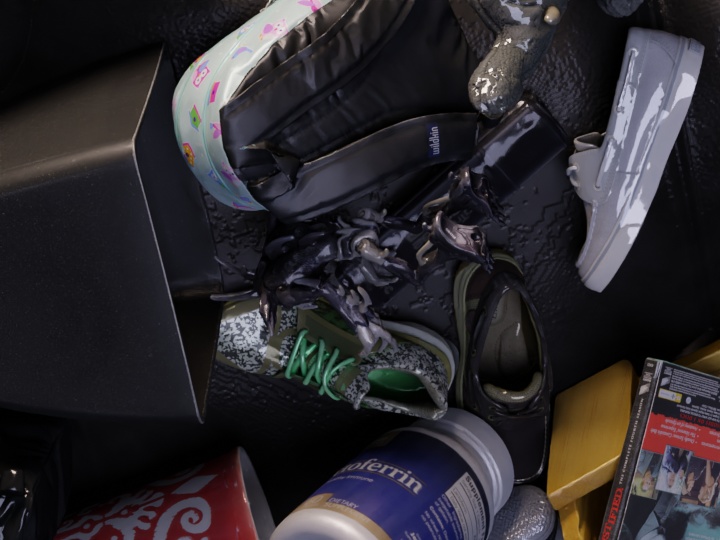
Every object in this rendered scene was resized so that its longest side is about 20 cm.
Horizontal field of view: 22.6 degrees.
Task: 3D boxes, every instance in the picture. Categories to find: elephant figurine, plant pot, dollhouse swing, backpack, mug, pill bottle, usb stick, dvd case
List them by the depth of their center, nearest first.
[{"bbox_3d":[0.113,-0.214,1.174,0.200,0.155,0.142,-23,141,-39],"label":"elephant figurine"},{"bbox_3d":[-0.202,-0.017,1.208,0.177,0.200,0.200,-8,116,5],"label":"plant pot"},{"bbox_3d":[-0.025,-0.117,1.209,0.200,0.126,0.167,-38,110,-20],"label":"backpack"},{"bbox_3d":[-0.314,0.159,1.266,0.199,0.167,0.127,2,102,1],"label":"backpack"},{"bbox_3d":[0.028,0.185,1.322,0.115,0.200,0.116,14,119,27],"label":"pill bottle"},{"bbox_3d":[0.067,-0.050,1.325,0.200,0.033,0.055,-42,121,8],"label":"usb stick"},{"bbox_3d":[0.243,0.176,1.347,0.146,0.022,0.201,16,87,-36],"label":"dvd case"},{"bbox_3d":[-0.158,0.246,1.353,0.199,0.133,0.178,-17,100,1],"label":"mug"},{"bbox_3d":[0.267,0.177,1.397,0.175,0.182,0.200,-18,117,20],"label":"dollhouse swing"}]

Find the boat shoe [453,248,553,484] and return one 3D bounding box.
[{"bbox_3d":[0.110,0.084,1.374,0.073,0.065,0.201,-16,116,-5],"label":"boat shoe"}]

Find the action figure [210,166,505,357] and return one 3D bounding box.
[{"bbox_3d":[0.000,0.000,1.243,0.199,0.119,0.102,-17,131,23],"label":"action figure"}]

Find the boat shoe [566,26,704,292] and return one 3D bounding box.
[{"bbox_3d":[0.188,-0.082,1.319,0.068,0.072,0.201,20,117,4],"label":"boat shoe"}]

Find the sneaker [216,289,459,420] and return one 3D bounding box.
[{"bbox_3d":[-0.017,0.066,1.326,0.199,0.089,0.077,11,109,-11],"label":"sneaker"}]

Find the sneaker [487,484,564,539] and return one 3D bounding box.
[{"bbox_3d":[0.094,0.261,1.442,0.200,0.075,0.115,-35,123,15],"label":"sneaker"}]
